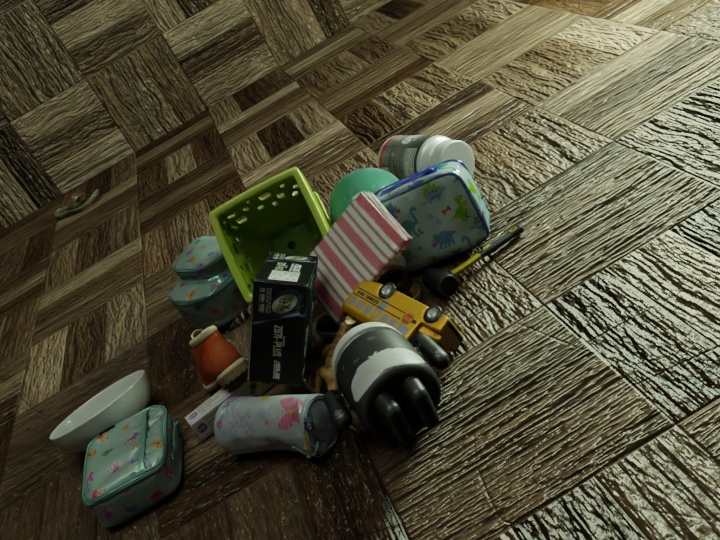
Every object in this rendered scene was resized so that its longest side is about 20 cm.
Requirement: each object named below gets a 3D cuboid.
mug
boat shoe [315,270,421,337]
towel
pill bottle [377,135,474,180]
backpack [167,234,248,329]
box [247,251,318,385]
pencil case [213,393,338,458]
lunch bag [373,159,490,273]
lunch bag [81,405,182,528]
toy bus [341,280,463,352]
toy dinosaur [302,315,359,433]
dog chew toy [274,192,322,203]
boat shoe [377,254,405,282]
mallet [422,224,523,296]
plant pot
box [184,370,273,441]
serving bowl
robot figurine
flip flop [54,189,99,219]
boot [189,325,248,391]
[{"bbox_3d":[0.035,-0.110,1.598,0.185,0.152,0.115,-23,35,9],"label":"mug"},{"bbox_3d":[0.006,0.056,1.442,0.200,0.062,0.075,-24,29,15],"label":"boat shoe"},{"bbox_3d":[-0.012,-0.022,1.427,0.200,0.030,0.146,-50,51,14],"label":"towel"},{"bbox_3d":[0.136,-0.224,1.735,0.114,0.114,0.200,-42,29,-23],"label":"pill bottle"},{"bbox_3d":[-0.297,0.020,1.712,0.175,0.153,0.200,-2,45,35],"label":"backpack"},{"bbox_3d":[-0.122,0.072,1.347,0.086,0.164,0.200,6,13,0],"label":"box"},{"bbox_3d":[-0.127,0.232,1.250,0.200,0.091,0.083,-7,-6,36],"label":"pencil case"},{"bbox_3d":[0.120,-0.098,1.473,0.200,0.161,0.083,-24,21,24],"label":"lunch bag"},{"bbox_3d":[-0.367,0.309,1.360,0.160,0.077,0.200,-30,27,0],"label":"lunch bag"},{"bbox_3d":[0.064,0.080,1.307,0.078,0.065,0.200,-50,43,-13],"label":"toy bus"},{"bbox_3d":[-0.044,0.165,1.287,0.106,0.060,0.200,134,144,-53],"label":"toy dinosaur"},{"bbox_3d":[-0.165,-0.109,1.842,0.200,0.125,0.125,-10,32,50],"label":"dog chew toy"},{"bbox_3d":[0.000,0.000,1.493,0.200,0.072,0.071,-26,55,31],"label":"boat shoe"},{"bbox_3d":[0.192,-0.023,1.427,0.200,0.041,0.066,-36,25,-22],"label":"mallet"},{"bbox_3d":[-0.144,-0.054,1.604,0.199,0.200,0.181,-27,-12,8],"label":"plant pot"},{"bbox_3d":[-0.203,0.207,1.414,0.200,0.039,0.041,-37,25,-14],"label":"box"},{"bbox_3d":[-0.460,0.267,1.515,0.200,0.066,0.200,-31,10,6],"label":"serving bowl"},{"bbox_3d":[0.037,0.156,1.168,0.150,0.125,0.200,5,21,-25],"label":"robot figurine"},{"bbox_3d":[-1.022,-0.244,2.981,0.200,0.058,0.081,-19,29,21],"label":"flip flop"},{"bbox_3d":[-0.257,0.149,1.452,0.075,0.107,0.200,-40,2,-25],"label":"boot"}]
